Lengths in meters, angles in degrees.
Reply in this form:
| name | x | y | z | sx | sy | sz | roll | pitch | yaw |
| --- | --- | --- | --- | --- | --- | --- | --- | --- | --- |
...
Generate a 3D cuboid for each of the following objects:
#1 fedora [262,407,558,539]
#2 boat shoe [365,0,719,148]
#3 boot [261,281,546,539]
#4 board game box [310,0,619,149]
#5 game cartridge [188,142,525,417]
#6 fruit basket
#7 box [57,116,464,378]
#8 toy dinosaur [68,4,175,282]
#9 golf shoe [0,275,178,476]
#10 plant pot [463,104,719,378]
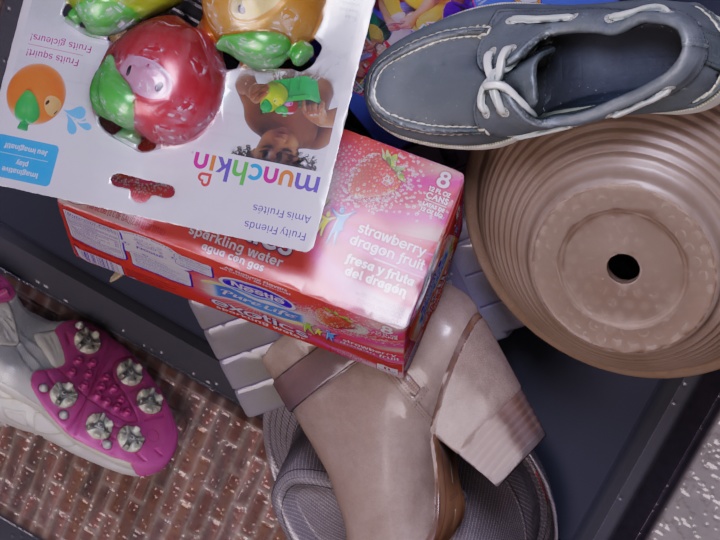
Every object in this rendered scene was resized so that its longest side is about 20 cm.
| name | x | y | z | sx | sy | sz | roll | pitch | yaw |
| --- | --- | --- | --- | --- | --- | --- | --- | --- | --- |
| fedora | 0.016 | 0.141 | 1.704 | 0.200 | 0.090 | 0.177 | 40 | 128 | -2 |
| boat shoe | 0.087 | -0.103 | 1.455 | 0.199 | 0.062 | 0.073 | -4 | 87 | 24 |
| boot | 0.001 | 0.095 | 1.613 | 0.146 | 0.070 | 0.200 | 43 | 97 | 6 |
| board game box | 0.048 | -0.165 | 1.524 | 0.200 | 0.045 | 0.135 | -32 | 103 | 36 |
| game cartridge | 0.000 | 0.000 | 1.639 | 0.199 | 0.038 | 0.130 | -19 | 115 | 19 |
| fruit basket | -0.089 | -0.125 | 1.470 | 0.184 | 0.201 | 0.094 | 13 | 168 | 13 |
| box | -0.050 | -0.029 | 1.542 | 0.199 | 0.096 | 0.100 | 20 | 165 | 7 |
| toy dinosaur | -0.116 | -0.085 | 1.660 | 0.101 | 0.058 | 0.201 | 13 | 126 | 35 |
| golf shoe | -0.202 | 0.068 | 1.786 | 0.200 | 0.075 | 0.092 | 34 | 144 | 5 |
| plant pot | 0.145 | -0.022 | 1.522 | 0.200 | 0.093 | 0.202 | 7 | 118 | 14 |
